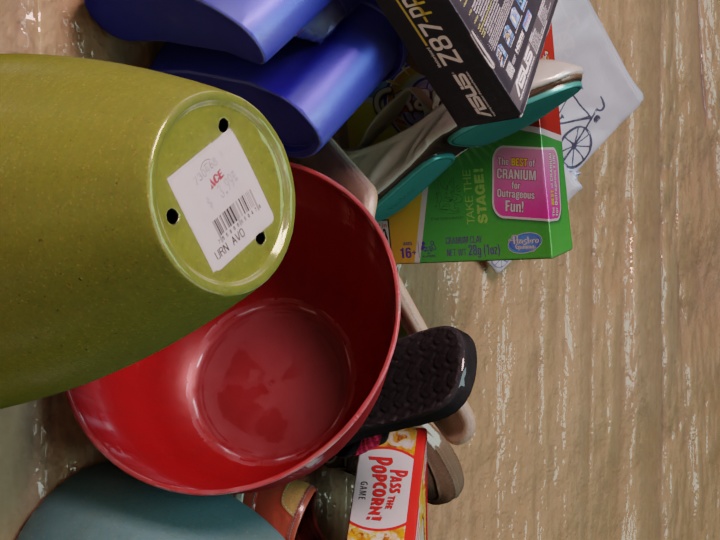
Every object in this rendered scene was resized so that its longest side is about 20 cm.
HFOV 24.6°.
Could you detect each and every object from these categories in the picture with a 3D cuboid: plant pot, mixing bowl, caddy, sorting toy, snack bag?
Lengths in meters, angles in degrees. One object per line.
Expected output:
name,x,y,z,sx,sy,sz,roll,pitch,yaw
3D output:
plant pot,-0.132,-0.027,0.808,0.186,0.199,0.189,8,80,-48
mixing bowl,-0.065,0.047,0.962,0.109,0.198,0.202,63,39,-64
plant pot,-0.094,0.213,0.941,0.199,0.134,0.202,2,88,-56
caddy,-0.062,-0.150,0.949,0.105,0.199,0.142,-52,131,-19
sorting toy,0.000,0.000,1.078,0.036,0.185,0.201,-28,124,-6
snack bag,0.133,-0.121,1.297,0.200,0.021,0.189,-46,133,-7

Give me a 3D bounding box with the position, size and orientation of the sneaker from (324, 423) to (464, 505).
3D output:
sneaker,0.001,0.116,1.159,0.076,0.070,0.200,-50,129,-18

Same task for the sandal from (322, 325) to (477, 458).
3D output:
sandal,0.000,0.083,1.020,0.045,0.199,0.076,27,59,-41

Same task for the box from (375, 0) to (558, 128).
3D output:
box,0.062,-0.207,0.922,0.162,0.049,0.201,53,44,-38

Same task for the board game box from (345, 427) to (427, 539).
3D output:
board game box,0.013,0.225,1.065,0.152,0.046,0.201,87,9,-46

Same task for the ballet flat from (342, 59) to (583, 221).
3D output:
ballet flat,0.057,-0.103,1.105,0.069,0.199,0.070,32,41,-33

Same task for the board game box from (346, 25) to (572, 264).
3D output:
board game box,0.064,-0.108,1.157,0.040,0.152,0.202,-21,106,-60

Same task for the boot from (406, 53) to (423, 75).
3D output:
boot,0.090,-0.220,1.050,0.073,0.075,0.202,24,78,-11

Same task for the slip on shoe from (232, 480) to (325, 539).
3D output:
slip on shoe,-0.038,0.226,1.079,0.074,0.061,0.202,-51,132,-64
